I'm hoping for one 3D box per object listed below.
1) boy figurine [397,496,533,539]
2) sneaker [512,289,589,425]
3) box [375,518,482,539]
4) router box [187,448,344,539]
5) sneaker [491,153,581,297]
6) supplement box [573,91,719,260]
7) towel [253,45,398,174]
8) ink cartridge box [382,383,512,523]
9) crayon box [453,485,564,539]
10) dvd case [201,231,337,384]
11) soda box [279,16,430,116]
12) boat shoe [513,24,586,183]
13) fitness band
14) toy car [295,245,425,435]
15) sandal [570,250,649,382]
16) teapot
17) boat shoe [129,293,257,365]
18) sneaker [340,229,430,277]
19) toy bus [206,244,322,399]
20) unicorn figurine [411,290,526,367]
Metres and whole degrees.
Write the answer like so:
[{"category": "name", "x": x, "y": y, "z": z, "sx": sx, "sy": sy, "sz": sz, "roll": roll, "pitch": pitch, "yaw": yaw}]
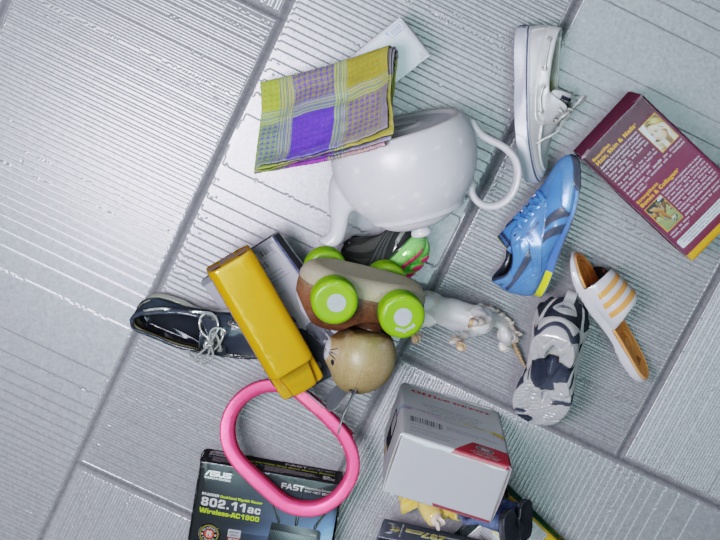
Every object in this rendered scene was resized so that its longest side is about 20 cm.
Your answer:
[{"category": "boy figurine", "x": 0.123, "y": 0.313, "z": 1.710, "sx": 0.200, "sy": 0.124, "sz": 0.064, "roll": 7, "pitch": 107, "yaw": 36}, {"category": "sneaker", "x": 0.259, "y": 0.107, "z": 1.711, "sx": 0.079, "sy": 0.130, "sz": 0.199, "roll": 14, "pitch": 137, "yaw": 18}, {"category": "box", "x": 0.091, "y": 0.445, "z": 1.751, "sx": 0.158, "sy": 0.051, "sz": 0.200, "roll": 11, "pitch": 114, "yaw": 10}, {"category": "router box", "x": -0.130, "y": 0.337, "z": 1.762, "sx": 0.200, "sy": 0.062, "sz": 0.150, "roll": 9, "pitch": 99, "yaw": -1}, {"category": "sneaker", "x": 0.226, "y": -0.059, "z": 1.670, "sx": 0.078, "sy": 0.066, "sz": 0.200, "roll": 14, "pitch": 112, "yaw": -7}, {"category": "supplement box", "x": 0.385, "y": -0.122, "z": 1.659, "sx": 0.200, "sy": 0.086, "sz": 0.110, "roll": 42, "pitch": 99, "yaw": -7}, {"category": "towel", "x": -0.043, "y": -0.197, "z": 1.580, "sx": 0.200, "sy": 0.023, "sz": 0.144, "roll": -11, "pitch": 60, "yaw": 27}, {"category": "ink cartridge box", "x": 0.109, "y": 0.232, "z": 1.671, "sx": 0.146, "sy": 0.200, "sz": 0.083, "roll": 17, "pitch": 103, "yaw": -2}, {"category": "crayon box", "x": 0.228, "y": 0.409, "z": 1.776, "sx": 0.126, "sy": 0.052, "sz": 0.200, "roll": -44, "pitch": 96, "yaw": 8}, {"category": "dvd case", "x": -0.101, "y": 0.062, "z": 1.696, "sx": 0.150, "sy": 0.025, "sz": 0.200, "roll": -29, "pitch": 100, "yaw": 38}, {"category": "soda box", "x": -0.007, "y": -0.238, "z": 1.654, "sx": 0.200, "sy": 0.068, "sz": 0.064, "roll": -38, "pitch": 97, "yaw": 7}, {"category": "boat shoe", "x": 0.244, "y": -0.213, "z": 1.649, "sx": 0.086, "sy": 0.075, "sz": 0.202, "roll": 0, "pitch": 94, "yaw": 18}, {"category": "fitness band", "x": -0.093, "y": 0.232, "z": 1.706, "sx": 0.200, "sy": 0.037, "sz": 0.144, "roll": 43, "pitch": 92, "yaw": 1}, {"category": "toy car", "x": -0.016, "y": 0.093, "z": 1.582, "sx": 0.158, "sy": 0.164, "sz": 0.200, "roll": 12, "pitch": 104, "yaw": -10}, {"category": "sandal", "x": 0.343, "y": 0.052, "z": 1.694, "sx": 0.059, "sy": 0.079, "sz": 0.207, "roll": -26, "pitch": 108, "yaw": 26}, {"category": "teapot", "x": 0.067, "y": -0.113, "z": 1.620, "sx": 0.200, "sy": 0.197, "sz": 0.146, "roll": 0, "pitch": 112, "yaw": 46}, {"category": "boat shoe", "x": -0.205, "y": 0.080, "z": 1.700, "sx": 0.200, "sy": 0.062, "sz": 0.075, "roll": 19, "pitch": 116, "yaw": 7}, {"category": "sneaker", "x": 0.000, "y": 0.000, "z": 1.705, "sx": 0.200, "sy": 0.077, "sz": 0.084, "roll": -34, "pitch": 63, "yaw": 13}, {"category": "toy bus", "x": -0.118, "y": 0.068, "z": 1.630, "sx": 0.065, "sy": 0.078, "sz": 0.200, "roll": -30, "pitch": 103, "yaw": -6}, {"category": "unicorn figurine", "x": 0.131, "y": 0.068, "z": 1.689, "sx": 0.200, "sy": 0.137, "sz": 0.074, "roll": 29, "pitch": 110, "yaw": 10}]
